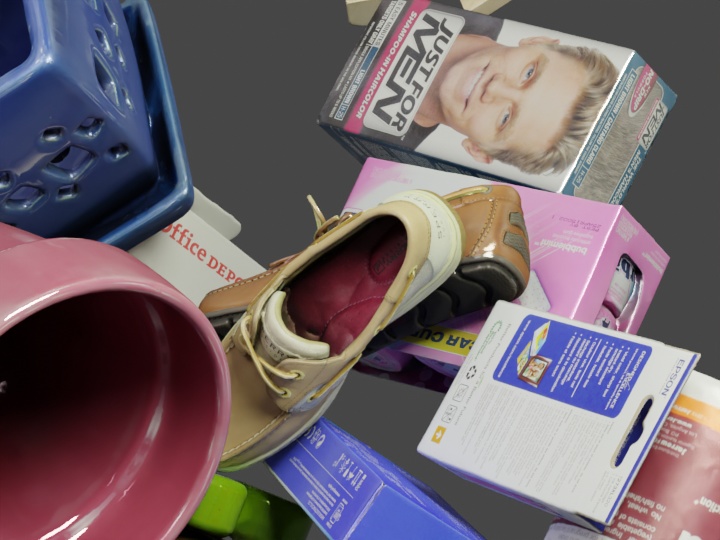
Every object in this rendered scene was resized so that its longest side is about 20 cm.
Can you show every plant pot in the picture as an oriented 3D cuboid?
[{"bbox_3d":[-0.213,-0.095,1.499,0.200,0.180,0.200,-31,47,17],"label":"plant pot"},{"bbox_3d":[-0.195,0.057,1.336,0.179,0.200,0.200,34,86,43],"label":"plant pot"}]

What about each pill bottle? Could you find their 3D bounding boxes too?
[{"bbox_3d":[0.146,0.158,1.306,0.114,0.114,0.200,18,76,41],"label":"pill bottle"}]

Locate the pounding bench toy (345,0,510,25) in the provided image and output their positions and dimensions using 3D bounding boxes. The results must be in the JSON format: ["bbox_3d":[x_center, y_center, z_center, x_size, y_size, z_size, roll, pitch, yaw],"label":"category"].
[{"bbox_3d":[0.037,-0.248,1.599,0.200,0.156,0.124,-32,50,17],"label":"pounding bench toy"}]

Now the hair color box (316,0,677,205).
[{"bbox_3d":[0.079,-0.097,1.544,0.200,0.061,0.100,19,76,41],"label":"hair color box"}]

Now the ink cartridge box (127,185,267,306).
[{"bbox_3d":[-0.161,0.032,1.595,0.125,0.129,0.200,12,70,40],"label":"ink cartridge box"}]

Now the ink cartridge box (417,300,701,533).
[{"bbox_3d":[0.105,0.074,1.301,0.095,0.037,0.200,-61,24,-7],"label":"ink cartridge box"}]

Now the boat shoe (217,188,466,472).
[{"bbox_3d":[-0.032,0.031,1.374,0.074,0.066,0.200,46,105,16],"label":"boat shoe"}]

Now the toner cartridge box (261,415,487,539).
[{"bbox_3d":[0.014,0.131,1.371,0.043,0.095,0.200,-55,15,-1],"label":"toner cartridge box"}]

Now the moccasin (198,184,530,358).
[{"bbox_3d":[-0.001,-0.001,1.441,0.201,0.074,0.078,-22,48,28],"label":"moccasin"}]

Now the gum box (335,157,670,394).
[{"bbox_3d":[0.071,0.012,1.479,0.200,0.066,0.114,13,71,40],"label":"gum box"}]

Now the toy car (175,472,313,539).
[{"bbox_3d":[-0.036,0.214,1.393,0.200,0.158,0.164,19,85,29],"label":"toy car"}]
